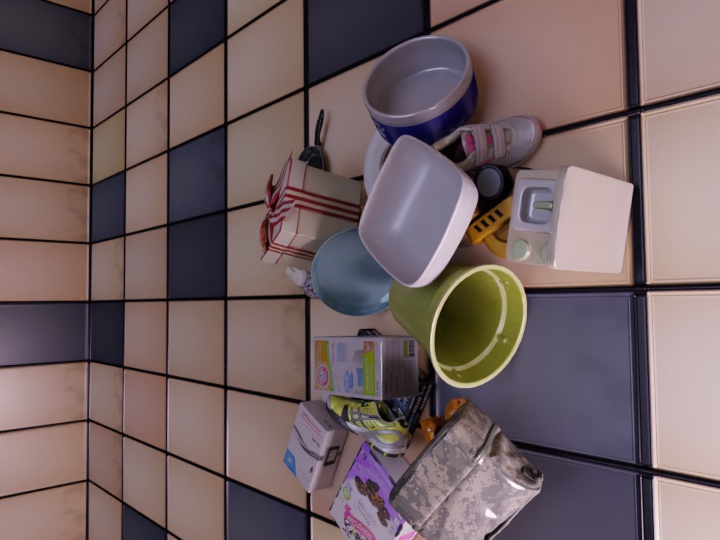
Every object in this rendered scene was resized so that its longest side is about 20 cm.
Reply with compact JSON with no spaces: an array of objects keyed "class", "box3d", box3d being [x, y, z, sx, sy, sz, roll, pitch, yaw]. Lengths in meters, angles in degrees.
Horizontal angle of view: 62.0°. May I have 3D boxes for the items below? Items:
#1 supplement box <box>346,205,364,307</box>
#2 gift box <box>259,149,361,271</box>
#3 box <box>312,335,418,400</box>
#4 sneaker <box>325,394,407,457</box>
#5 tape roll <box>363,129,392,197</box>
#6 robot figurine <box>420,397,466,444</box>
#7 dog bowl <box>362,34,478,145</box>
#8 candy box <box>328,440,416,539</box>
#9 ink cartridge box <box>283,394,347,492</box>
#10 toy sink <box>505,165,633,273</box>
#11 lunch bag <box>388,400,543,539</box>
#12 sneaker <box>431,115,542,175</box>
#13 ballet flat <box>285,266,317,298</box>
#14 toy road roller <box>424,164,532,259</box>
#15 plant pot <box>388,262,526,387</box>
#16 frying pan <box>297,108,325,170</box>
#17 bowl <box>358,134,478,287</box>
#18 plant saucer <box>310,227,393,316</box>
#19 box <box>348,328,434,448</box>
[{"class":"supplement box","box3d":[0.007,-0.027,1.247,0.066,0.068,0.203,37,117,42]},{"class":"gift box","box3d":[-0.108,-0.117,1.234,0.200,0.183,0.188,131,147,-55]},{"class":"box","box3d":[0.006,0.181,1.145,0.198,0.100,0.115,-5,83,47]},{"class":"sneaker","box3d":[0.016,0.280,1.161,0.198,0.075,0.078,23,99,34]},{"class":"tape roll","box3d":[0.096,-0.197,1.150,0.200,0.070,0.207,-2,87,49]},{"class":"robot figurine","box3d":[0.183,0.334,1.041,0.145,0.057,0.203,-46,56,37]},{"class":"dog bowl","box3d":[0.106,-0.317,1.063,0.196,0.079,0.203,-13,53,18]},{"class":"candy box","box3d":[0.037,0.467,1.189,0.168,0.071,0.203,44,120,39]},{"class":"ink cartridge box","box3d":[-0.097,0.374,1.347,0.115,0.066,0.204,33,113,44]},{"class":"toy sink","box3d":[0.281,-0.070,0.842,0.111,0.197,0.133,11,97,47]},{"class":"lunch bag","box3d":[0.162,0.334,0.928,0.167,0.139,0.201,41,110,15]},{"class":"sneaker","box3d":[0.201,-0.201,0.986,0.197,0.088,0.083,-20,80,17]},{"class":"ballet flat","box3d":[-0.156,-0.015,1.428,0.072,0.071,0.202,-50,55,34]},{"class":"toy road roller","box3d":[0.216,-0.071,0.975,0.199,0.121,0.148,-38,68,40]},{"class":"plant pot","box3d":[0.145,0.065,1.015,0.183,0.197,0.205,29,110,56]},{"class":"frying pan","box3d":[-0.117,-0.272,1.420,0.114,0.031,0.195,-3,83,48]},{"class":"bowl","box3d":[0.096,-0.090,0.952,0.200,0.074,0.203,48,119,46]},{"class":"plant saucer","box3d":[0.000,0.000,1.179,0.028,0.197,0.202,-100,34,-59]},{"class":"box","box3d":[0.045,0.236,1.209,0.199,0.045,0.162,36,115,42]}]
